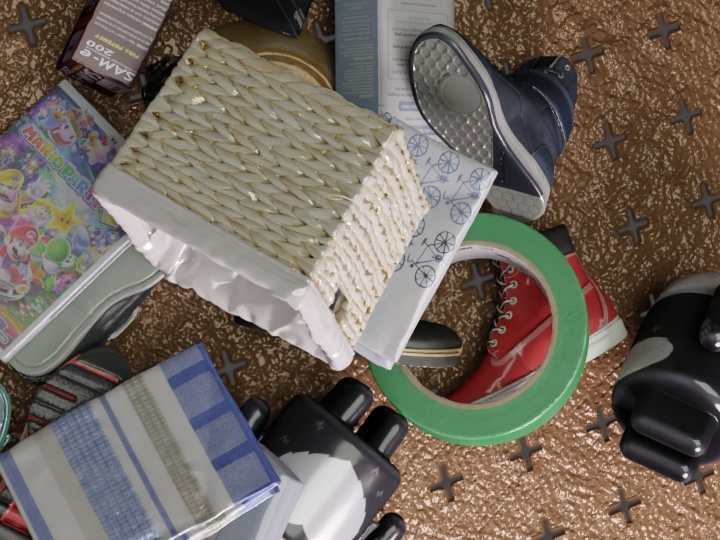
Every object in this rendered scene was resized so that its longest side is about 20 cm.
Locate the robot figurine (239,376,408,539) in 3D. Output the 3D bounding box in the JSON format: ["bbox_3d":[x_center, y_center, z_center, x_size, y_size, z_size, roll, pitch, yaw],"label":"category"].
[{"bbox_3d":[-0.044,0.189,1.530,0.150,0.125,0.201,36,84,28],"label":"robot figurine"}]

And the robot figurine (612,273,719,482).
[{"bbox_3d":[0.304,0.094,1.606,0.125,0.150,0.201,49,48,-19],"label":"robot figurine"}]

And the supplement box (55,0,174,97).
[{"bbox_3d":[-0.182,-0.249,1.478,0.060,0.109,0.202,25,84,-16],"label":"supplement box"}]

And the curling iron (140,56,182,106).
[{"bbox_3d":[-0.198,-0.094,1.518,0.049,0.026,0.201,30,93,27],"label":"curling iron"}]

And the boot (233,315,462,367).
[{"bbox_3d":[0.000,0.000,1.508,0.198,0.077,0.140,13,93,4],"label":"boot"}]

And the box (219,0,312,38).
[{"bbox_3d":[-0.072,-0.291,1.457,0.078,0.200,0.143,19,85,8],"label":"box"}]

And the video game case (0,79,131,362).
[{"bbox_3d":[-0.272,-0.043,1.478,0.200,0.018,0.143,-44,81,-10],"label":"video game case"}]

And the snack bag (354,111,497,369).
[{"bbox_3d":[-0.013,-0.047,1.480,0.199,0.021,0.190,29,86,10],"label":"snack bag"}]

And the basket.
[{"bbox_3d":[-0.072,-0.053,1.379,0.199,0.198,0.162,27,78,17],"label":"basket"}]

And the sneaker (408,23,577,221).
[{"bbox_3d":[0.121,-0.165,1.556,0.203,0.076,0.147,56,44,-32],"label":"sneaker"}]

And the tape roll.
[{"bbox_3d":[0.102,0.052,1.563,0.198,0.048,0.203,-2,77,9],"label":"tape roll"}]

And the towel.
[{"bbox_3d":[-0.180,0.166,1.426,0.199,0.024,0.148,-30,76,-10],"label":"towel"}]

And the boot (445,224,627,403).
[{"bbox_3d":[0.127,0.048,1.615,0.199,0.072,0.145,-32,92,-11],"label":"boot"}]

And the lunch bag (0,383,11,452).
[{"bbox_3d":[-0.375,0.160,1.453,0.159,0.077,0.202,17,88,-17],"label":"lunch bag"}]

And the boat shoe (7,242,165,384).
[{"bbox_3d":[-0.220,0.016,1.506,0.200,0.060,0.076,-40,76,-10],"label":"boat shoe"}]

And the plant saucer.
[{"bbox_3d":[-0.082,-0.120,1.553,0.198,0.035,0.203,-1,93,-17],"label":"plant saucer"}]

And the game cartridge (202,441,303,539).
[{"bbox_3d":[-0.152,0.182,1.485,0.198,0.041,0.134,21,89,25],"label":"game cartridge"}]

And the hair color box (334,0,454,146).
[{"bbox_3d":[0.031,-0.156,1.555,0.098,0.060,0.203,-3,93,-44],"label":"hair color box"}]

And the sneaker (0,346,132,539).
[{"bbox_3d":[-0.262,0.150,1.483,0.073,0.087,0.201,31,83,-12],"label":"sneaker"}]
